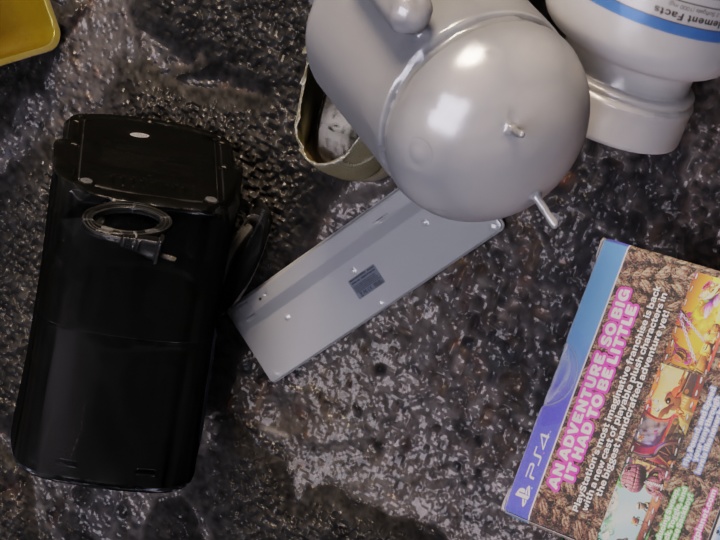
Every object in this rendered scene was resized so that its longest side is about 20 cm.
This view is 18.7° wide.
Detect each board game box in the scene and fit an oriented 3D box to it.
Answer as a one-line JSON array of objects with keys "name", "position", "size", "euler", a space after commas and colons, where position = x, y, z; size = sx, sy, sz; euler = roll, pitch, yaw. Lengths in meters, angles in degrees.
[{"name": "board game box", "position": [0.201, 0.092, 1.149], "size": [0.199, 0.097, 0.160], "euler": [19, 87, 39]}]

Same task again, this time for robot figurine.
[{"name": "robot figurine", "position": [0.045, -0.103, 1.136], "size": [0.113, 0.170, 0.200], "euler": [-40, 47, 4]}]

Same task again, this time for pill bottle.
[{"name": "pill bottle", "position": [0.162, -0.168, 1.145], "size": [0.112, 0.112, 0.201], "euler": [27, 116, 17]}]

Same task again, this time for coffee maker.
[{"name": "coffee maker", "position": [-0.149, 0.028, 1.316], "size": [0.134, 0.192, 0.201], "euler": [16, 113, 13]}]

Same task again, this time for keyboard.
[{"name": "keyboard", "position": [0.000, 0.000, 1.339], "size": [0.200, 0.011, 0.056], "euler": [-35, 93, 31]}]

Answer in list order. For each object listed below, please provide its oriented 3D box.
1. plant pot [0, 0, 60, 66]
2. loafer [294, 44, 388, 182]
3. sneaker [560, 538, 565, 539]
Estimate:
[{"name": "plant pot", "position": [-0.340, -0.193, 1.357], "size": [0.176, 0.200, 0.201], "euler": [-12, 100, 41]}, {"name": "loafer", "position": [0.009, -0.140, 1.256], "size": [0.075, 0.068, 0.201], "euler": [18, 112, 21]}, {"name": "sneaker", "position": [0.144, 0.167, 1.286], "size": [0.200, 0.078, 0.085], "euler": [-43, 77, 21]}]
